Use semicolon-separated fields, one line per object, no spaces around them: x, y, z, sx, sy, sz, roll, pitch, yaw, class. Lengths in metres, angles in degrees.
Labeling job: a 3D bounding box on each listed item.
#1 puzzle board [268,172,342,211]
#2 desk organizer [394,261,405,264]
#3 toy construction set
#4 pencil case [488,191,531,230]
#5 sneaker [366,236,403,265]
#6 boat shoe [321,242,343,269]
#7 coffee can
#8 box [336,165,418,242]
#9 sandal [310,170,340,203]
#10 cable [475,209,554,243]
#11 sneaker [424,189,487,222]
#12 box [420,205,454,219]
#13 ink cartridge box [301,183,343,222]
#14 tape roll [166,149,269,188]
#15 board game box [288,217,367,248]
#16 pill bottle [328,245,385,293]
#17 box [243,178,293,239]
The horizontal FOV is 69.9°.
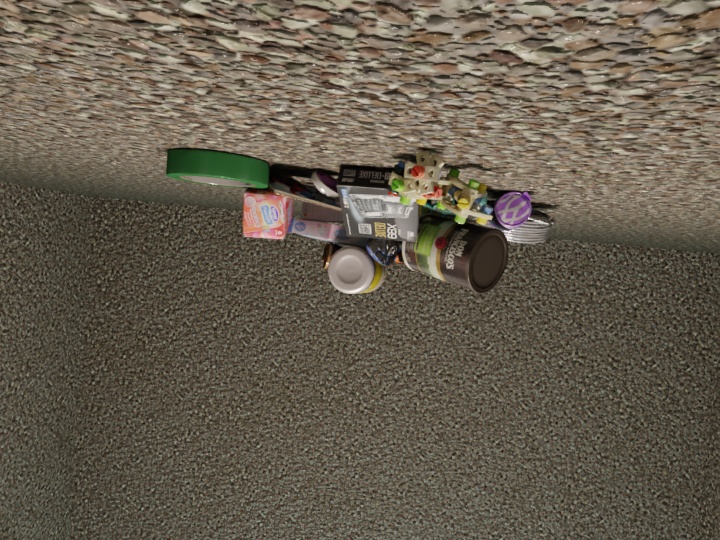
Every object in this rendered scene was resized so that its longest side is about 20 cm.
-0.134;-0.179;1.134;0.150;0.017;0.200;12;-164;-23;puzzle board
0.139;-0.049;1.429;0.077;0.072;0.200;7;-177;-30;desk organizer
0.123;-0.132;0.833;0.131;0.092;0.200;39;-165;37;toy construction set
0.344;-0.136;1.202;0.085;0.084;0.200;-33;179;9;pencil case
0.053;-0.055;1.226;0.078;0.076;0.200;19;-176;22;sneaker
-0.063;-0.037;1.375;0.070;0.071;0.200;18;-171;-7;boat shoe
0.217;-0.043;1.194;0.146;0.147;0.200;3;-168;-43;coffee can
0.042;-0.131;1.048;0.157;0.050;0.200;6;156;7;box
-0.024;-0.179;1.126;0.050;0.083;0.202;-42;156;26;sandal
0.408;-0.128;1.382;0.199;0.069;0.200;7;-163;13;cable
0.205;-0.151;1.153;0.091;0.078;0.200;9;180;-21;sneaker
0.141;-0.142;1.397;0.192;0.122;0.200;5;-177;-11;box
-0.067;-0.171;1.309;0.200;0.095;0.037;8;-177;39;ink cartridge box
-0.287;-0.203;1.044;0.200;0.048;0.200;6;-177;0;tape roll
-0.061;-0.093;1.351;0.200;0.043;0.199;11;-179;-41;board game box
0.000;0.000;1.284;0.112;0.113;0.200;6;180;15;pill bottle
-0.212;-0.152;1.212;0.094;0.103;0.200;5;-160;-4;box
